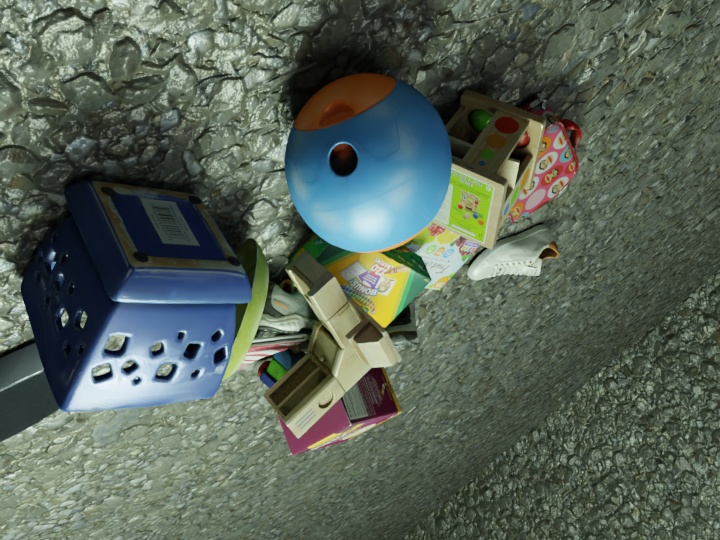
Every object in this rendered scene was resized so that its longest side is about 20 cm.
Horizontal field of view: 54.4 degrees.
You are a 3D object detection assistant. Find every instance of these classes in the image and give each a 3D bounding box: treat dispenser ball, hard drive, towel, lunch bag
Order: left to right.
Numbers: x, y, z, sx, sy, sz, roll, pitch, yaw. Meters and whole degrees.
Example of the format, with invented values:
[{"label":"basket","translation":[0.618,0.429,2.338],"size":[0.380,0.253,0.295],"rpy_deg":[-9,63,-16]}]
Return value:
[{"label":"hard drive","translation":[-0.490,0.181,0.938],"size":[0.196,0.043,0.136],"rpy_deg":[-28,150,-10]},{"label":"towel","translation":[-0.192,0.136,1.105],"size":[0.142,0.023,0.198],"rpy_deg":[-3,165,-42]},{"label":"treat dispenser ball","translation":[0.009,-0.123,0.819],"size":[0.197,0.203,0.203],"rpy_deg":[-24,150,-15]},{"label":"lunch bag","translation":[0.277,-0.178,1.128],"size":[0.175,0.083,0.200],"rpy_deg":[-39,150,9]}]

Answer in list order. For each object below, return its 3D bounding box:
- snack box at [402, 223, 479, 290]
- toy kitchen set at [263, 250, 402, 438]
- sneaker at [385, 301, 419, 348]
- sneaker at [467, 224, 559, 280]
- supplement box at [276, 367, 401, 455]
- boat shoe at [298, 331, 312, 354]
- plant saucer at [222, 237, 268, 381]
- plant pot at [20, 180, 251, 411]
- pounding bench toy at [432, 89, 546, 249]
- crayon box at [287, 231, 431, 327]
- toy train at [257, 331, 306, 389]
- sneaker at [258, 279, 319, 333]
[{"label":"snack box","translation":[0.112,-0.038,1.200],"size":[0.197,0.054,0.143],"rpy_deg":[8,132,-48]},{"label":"toy kitchen set","translation":[-0.058,0.127,0.980],"size":[0.180,0.162,0.202],"rpy_deg":[-41,136,-12]},{"label":"sneaker","translation":[0.063,0.083,1.220],"size":[0.072,0.082,0.200],"rpy_deg":[-6,-166,6]},{"label":"sneaker","translation":[0.309,-0.019,1.395],"size":[0.196,0.086,0.073],"rpy_deg":[-25,152,-11]},{"label":"supplement box","translation":[-0.035,0.230,1.197],"size":[0.129,0.105,0.199],"rpy_deg":[-30,162,23]},{"label":"boat shoe","translation":[-0.053,0.138,1.181],"size":[0.070,0.062,0.201],"rpy_deg":[5,172,17]},{"label":"plant saucer","translation":[-0.165,0.059,0.927],"size":[0.030,0.203,0.201],"rpy_deg":[21,126,-22]},{"label":"plant pot","translation":[-0.247,0.019,0.793],"size":[0.197,0.201,0.182],"rpy_deg":[3,129,-45]},{"label":"pounding bench toy","translation":[0.136,-0.162,0.980],"size":[0.157,0.197,0.126],"rpy_deg":[-53,157,-30]},{"label":"crayon box","translation":[0.000,0.000,1.081],"size":[0.197,0.059,0.119],"rpy_deg":[26,119,-35]},{"label":"toy train","translation":[-0.091,0.160,1.285],"size":[0.198,0.084,0.118],"rpy_deg":[3,119,-60]},{"label":"sneaker","translation":[-0.099,0.057,1.113],"size":[0.072,0.082,0.199],"rpy_deg":[2,178,21]}]
